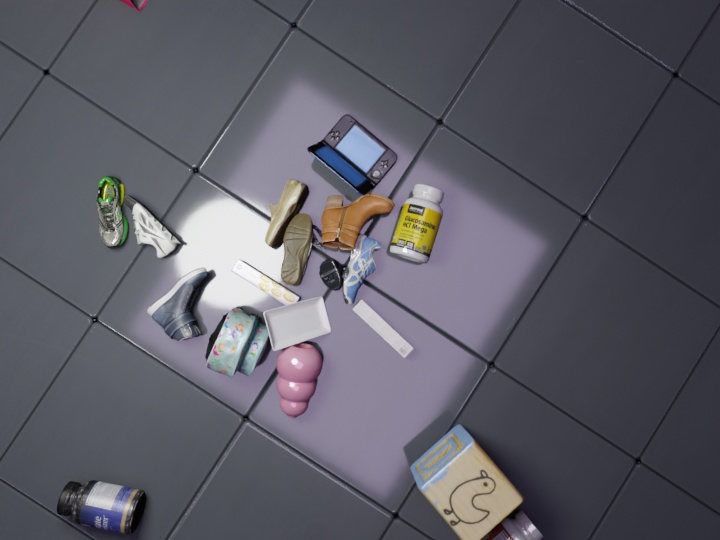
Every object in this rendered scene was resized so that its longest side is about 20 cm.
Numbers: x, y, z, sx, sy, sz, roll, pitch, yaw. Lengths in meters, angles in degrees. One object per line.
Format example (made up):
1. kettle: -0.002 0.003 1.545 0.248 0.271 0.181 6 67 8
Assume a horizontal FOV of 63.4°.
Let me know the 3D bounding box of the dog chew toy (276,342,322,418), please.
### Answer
1. dog chew toy: -0.171 0.299 1.575 0.124 0.125 0.200 8 96 -2

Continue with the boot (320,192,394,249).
1. boot: -0.009 -0.128 1.588 0.200 0.074 0.155 0 60 11

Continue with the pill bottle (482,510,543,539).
1. pill bottle: 0.390 0.749 1.580 0.200 0.112 0.112 -39 90 -3

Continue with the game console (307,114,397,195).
1. game console: -0.017 -0.320 1.598 0.200 0.118 0.171 40 88 -1

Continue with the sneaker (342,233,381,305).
1. sneaker: 0.000 0.000 1.608 0.077 0.076 0.200 15 89 3

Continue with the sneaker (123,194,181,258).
1. sneaker: -0.591 -0.118 1.592 0.089 0.074 0.200 -43 90 -5

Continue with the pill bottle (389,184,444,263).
1. pill bottle: 0.160 -0.129 1.600 0.112 0.112 0.200 17 87 -1

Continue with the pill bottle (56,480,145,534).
1. pill bottle: -0.685 0.622 1.546 0.200 0.112 0.112 12 88 -1

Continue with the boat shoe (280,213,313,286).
1. boat shoe: -0.172 -0.057 1.614 0.073 0.063 0.201 6 85 14

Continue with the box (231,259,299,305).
1. box: -0.260 0.038 1.609 0.200 0.039 0.041 33 87 -1

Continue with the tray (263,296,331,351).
1. tray: -0.171 0.141 1.576 0.200 0.022 0.108 -14 88 -42

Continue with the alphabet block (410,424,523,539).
1. alphabet block: 0.273 0.560 1.541 0.195 0.196 0.200 -41 90 -1

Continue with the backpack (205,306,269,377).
1. backpack: -0.325 0.191 1.529 0.150 0.200 0.178 24 87 -2

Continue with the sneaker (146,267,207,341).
1. sneaker: -0.460 0.101 1.581 0.202 0.077 0.146 -42 79 7

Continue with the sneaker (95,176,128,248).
1. sneaker: -0.687 -0.159 1.585 0.078 0.085 0.200 -7 89 -2

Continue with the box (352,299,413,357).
1. box: 0.062 0.162 1.623 0.200 0.039 0.041 42 86 0

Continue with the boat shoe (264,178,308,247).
1. boat shoe: -0.220 -0.161 1.618 0.076 0.072 0.200 26 80 13

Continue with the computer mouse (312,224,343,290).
1. computer mouse: -0.099 -0.037 1.632 0.059 0.034 0.200 -24 84 22

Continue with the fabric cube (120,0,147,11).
1. fabric cube: -0.659 -0.860 1.554 0.199 0.200 0.196 29 88 1
